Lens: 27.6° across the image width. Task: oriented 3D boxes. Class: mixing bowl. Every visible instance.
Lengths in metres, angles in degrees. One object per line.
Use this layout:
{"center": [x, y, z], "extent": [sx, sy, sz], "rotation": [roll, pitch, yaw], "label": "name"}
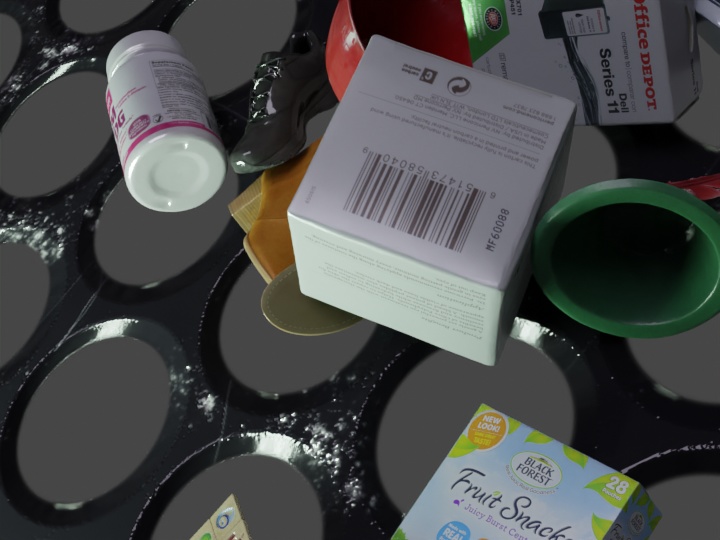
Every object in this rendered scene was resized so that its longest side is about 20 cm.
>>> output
{"center": [0.040, -0.209, 1.474], "extent": [0.108, 0.199, 0.201], "rotation": [-35, 38, 46], "label": "mixing bowl"}

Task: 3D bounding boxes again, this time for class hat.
{"center": [0.250, -0.056, 1.267], "extent": [0.166, 0.199, 0.177], "rotation": [-52, 16, 41], "label": "hat"}

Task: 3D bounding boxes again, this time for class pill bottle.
{"center": [-0.221, -0.170, 1.631], "extent": [0.113, 0.113, 0.201], "rotation": [-30, 47, 9], "label": "pill bottle"}

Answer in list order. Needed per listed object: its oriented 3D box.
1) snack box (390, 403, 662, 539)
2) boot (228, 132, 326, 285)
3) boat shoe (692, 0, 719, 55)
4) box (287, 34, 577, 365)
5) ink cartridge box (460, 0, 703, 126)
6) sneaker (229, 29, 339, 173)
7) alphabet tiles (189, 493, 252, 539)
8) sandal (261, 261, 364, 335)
{"center": [0.114, 0.229, 1.169], "extent": [0.168, 0.068, 0.201], "rotation": [23, 70, 41], "label": "snack box"}
{"center": [-0.048, -0.055, 1.472], "extent": [0.144, 0.071, 0.202], "rotation": [-35, 42, 5], "label": "boot"}
{"center": [0.347, -0.267, 1.388], "extent": [0.091, 0.071, 0.201], "rotation": [-40, 44, 5], "label": "boat shoe"}
{"center": [0.066, -0.060, 1.298], "extent": [0.198, 0.172, 0.201], "rotation": [20, 66, 12], "label": "box"}
{"center": [0.207, -0.214, 1.373], "extent": [0.199, 0.148, 0.083], "rotation": [1, 26, 32], "label": "ink cartridge box"}
{"center": [-0.088, -0.177, 1.540], "extent": [0.075, 0.091, 0.200], "rotation": [-9, 34, 37], "label": "sneaker"}
{"center": [-0.135, 0.314, 1.248], "extent": [0.167, 0.008, 0.200], "rotation": [-48, 37, 15], "label": "alphabet tiles"}
{"center": [0.003, 0.005, 1.412], "extent": [0.211, 0.070, 0.078], "rotation": [-28, 85, -10], "label": "sandal"}
